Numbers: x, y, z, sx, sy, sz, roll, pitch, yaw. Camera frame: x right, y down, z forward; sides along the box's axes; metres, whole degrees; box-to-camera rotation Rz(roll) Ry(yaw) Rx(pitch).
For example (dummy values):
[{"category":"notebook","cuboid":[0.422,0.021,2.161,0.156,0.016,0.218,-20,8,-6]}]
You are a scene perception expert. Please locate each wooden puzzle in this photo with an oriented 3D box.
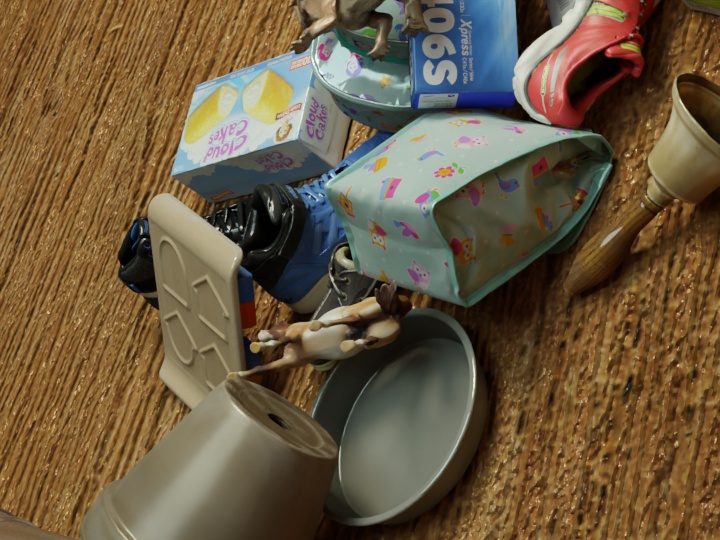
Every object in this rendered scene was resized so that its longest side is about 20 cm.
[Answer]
[{"category":"wooden puzzle","cuboid":[-0.146,0.044,1.802,0.185,0.046,0.202,35,131,52]}]

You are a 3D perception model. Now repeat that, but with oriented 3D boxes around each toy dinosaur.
[{"category":"toy dinosaur","cuboid":[-0.001,-0.261,1.620,0.199,0.086,0.137,-31,54,29]}]

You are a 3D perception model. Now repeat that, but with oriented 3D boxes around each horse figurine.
[{"category":"horse figurine","cuboid":[-0.026,0.054,1.616,0.199,0.132,0.050,-20,88,34]}]

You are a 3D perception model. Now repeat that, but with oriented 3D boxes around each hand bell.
[{"category":"hand bell","cuboid":[0.230,-0.049,1.490,0.200,0.103,0.105,-51,35,30]}]

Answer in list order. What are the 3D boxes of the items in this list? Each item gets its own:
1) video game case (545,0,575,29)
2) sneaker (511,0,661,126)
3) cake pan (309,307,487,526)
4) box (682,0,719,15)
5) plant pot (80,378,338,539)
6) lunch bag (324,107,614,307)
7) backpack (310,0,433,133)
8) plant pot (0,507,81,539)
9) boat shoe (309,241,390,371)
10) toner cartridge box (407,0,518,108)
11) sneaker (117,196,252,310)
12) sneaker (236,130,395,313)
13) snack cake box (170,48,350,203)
[{"category":"video game case","cuboid":[0.237,-0.333,1.718,0.182,0.022,0.201,-35,42,28]},{"category":"sneaker","cuboid":[0.220,-0.201,1.594,0.200,0.077,0.085,-51,45,-3]},{"category":"cake pan","cuboid":[0.033,0.130,1.602,0.199,0.037,0.202,-28,46,33]},{"category":"box","cuboid":[0.272,-0.297,1.502,0.112,0.199,0.102,28,85,53]},{"category":"plant pot","cuboid":[-0.110,0.195,1.568,0.174,0.199,0.200,-57,36,11]},{"category":"lunch bag","cuboid":[0.099,-0.068,1.599,0.199,0.123,0.170,-33,27,-27]},{"category":"backpack","cuboid":[0.044,-0.235,1.749,0.176,0.151,0.202,15,82,17]},{"category":"plant pot","cuboid":[-0.306,0.327,1.732,0.197,0.200,0.202,1,64,40]},{"category":"boat shoe","cuboid":[0.000,0.000,1.710,0.201,0.065,0.073,-55,39,6]},{"category":"toner cartridge box","cuboid":[0.088,-0.246,1.649,0.043,0.094,0.202,108,160,-75]},{"category":"sneaker","cuboid":[-0.166,-0.032,1.882,0.199,0.112,0.073,-38,41,24]},{"category":"sneaker","cuboid":[-0.040,-0.066,1.764,0.201,0.111,0.077,-54,37,4]},{"category":"snack cake box","cuboid":[-0.099,-0.150,1.929,0.199,0.067,0.116,-13,55,44]}]
